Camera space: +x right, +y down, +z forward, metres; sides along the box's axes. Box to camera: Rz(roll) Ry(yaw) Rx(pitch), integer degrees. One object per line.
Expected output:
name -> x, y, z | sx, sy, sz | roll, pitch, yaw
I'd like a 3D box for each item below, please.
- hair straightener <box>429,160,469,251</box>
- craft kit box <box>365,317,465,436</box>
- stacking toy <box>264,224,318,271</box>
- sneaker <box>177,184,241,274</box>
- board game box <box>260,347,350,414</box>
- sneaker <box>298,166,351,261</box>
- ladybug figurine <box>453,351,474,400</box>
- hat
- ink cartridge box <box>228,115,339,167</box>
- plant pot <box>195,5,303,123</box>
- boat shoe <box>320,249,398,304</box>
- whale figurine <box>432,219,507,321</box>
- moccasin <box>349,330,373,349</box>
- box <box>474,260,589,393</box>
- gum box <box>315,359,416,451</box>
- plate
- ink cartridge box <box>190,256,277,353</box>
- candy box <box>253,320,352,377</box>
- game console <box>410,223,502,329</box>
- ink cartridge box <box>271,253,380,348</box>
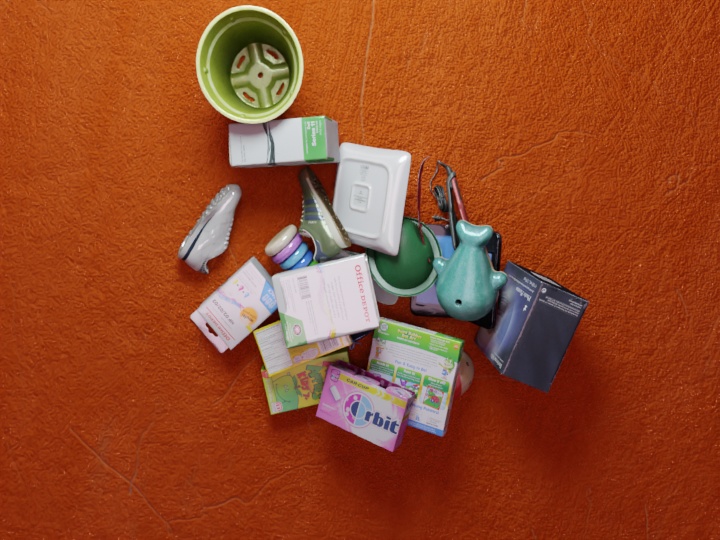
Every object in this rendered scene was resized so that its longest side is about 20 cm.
hair straightener -> 0.179, -0.132, 1.382 | 0.075, 0.041, 0.206 | -20, 76, 24
craft kit box -> 0.107, 0.222, 1.404 | 0.194, 0.048, 0.204 | 14, 99, 21
stacking toy -> -0.114, 0.005, 1.415 | 0.085, 0.086, 0.201 | -37, 106, 4
sneaker -> -0.303, -0.090, 1.395 | 0.080, 0.077, 0.202 | 35, 102, -19
board game box -> -0.114, 0.242, 1.466 | 0.193, 0.048, 0.105 | -12, 100, 0
sneaker -> -0.100, -0.111, 1.365 | 0.089, 0.067, 0.204 | -34, 69, 15
ladybug figurine -> 0.160, 0.240, 1.464 | 0.194, 0.072, 0.140 | -15, 101, 0
hat -> 0.089, -0.072, 1.318 | 0.161, 0.177, 0.205 | -18, 71, -7
ink cartridge box -> -0.148, -0.252, 1.311 | 0.193, 0.147, 0.086 | -3, 97, 8
plant pot -> -0.204, -0.386, 1.282 | 0.193, 0.184, 0.208 | 0, 100, -3
boat shoe -> 0.000, 0.000, 1.422 | 0.197, 0.065, 0.071 | 32, 133, -13
whale figurine -> 0.211, 0.007, 1.307 | 0.155, 0.104, 0.206 | 16, 122, 21
moccasin -> -0.048, 0.145, 1.440 | 0.195, 0.068, 0.082 | -26, 100, 3
box -> 0.348, 0.111, 1.380 | 0.120, 0.200, 0.204 | 20, 99, -10
gum box -> 0.006, 0.279, 1.387 | 0.195, 0.066, 0.117 | 20, 100, 19
plate -> 0.008, -0.149, 1.346 | 0.032, 0.196, 0.207 | -2, 105, -47
ink cartridge box -> -0.268, 0.083, 1.421 | 0.199, 0.068, 0.116 | -41, 99, 5
candy box -> -0.122, 0.142, 1.400 | 0.195, 0.026, 0.105 | -22, 84, 7
game console -> 0.201, 0.012, 1.407 | 0.115, 0.171, 0.207 | -4, 102, -28
ink cartridge box -> -0.065, 0.059, 1.332 | 0.193, 0.088, 0.150 | -13, 93, 4
